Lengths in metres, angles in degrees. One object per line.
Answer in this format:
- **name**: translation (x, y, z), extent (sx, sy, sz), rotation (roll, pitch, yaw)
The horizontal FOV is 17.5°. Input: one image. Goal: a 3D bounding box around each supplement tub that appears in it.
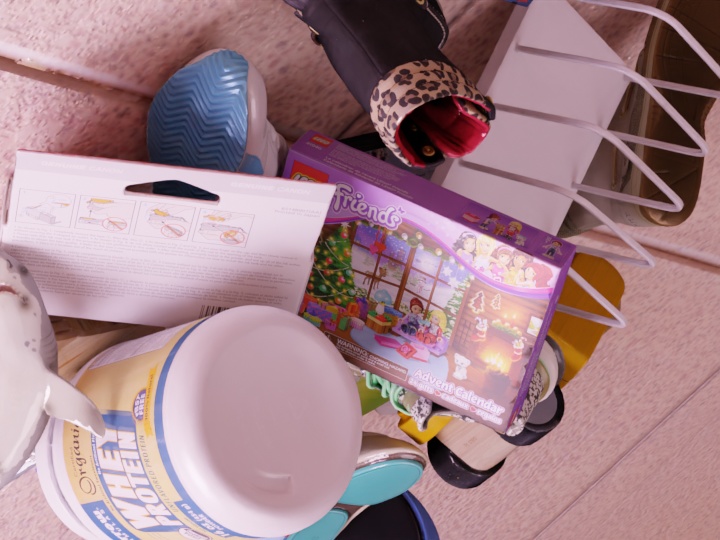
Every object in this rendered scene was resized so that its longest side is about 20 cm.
- **supplement tub**: translation (-0.109, 0.108, 1.509), extent (0.144, 0.146, 0.199), rotation (-14, 178, -39)

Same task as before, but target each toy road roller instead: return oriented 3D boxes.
- **toy road roller**: translation (0.093, 0.050, 1.758), extent (0.200, 0.146, 0.123), rotation (-54, -174, -37)

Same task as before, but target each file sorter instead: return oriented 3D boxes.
- **file sorter**: translation (0.156, -0.078, 1.638), extent (0.139, 0.124, 0.201), rotation (37, 75, -46)

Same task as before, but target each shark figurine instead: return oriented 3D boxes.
- **shark figurine**: translation (-0.236, 0.104, 1.493), extent (0.215, 0.128, 0.090), rotation (-54, 178, 12)

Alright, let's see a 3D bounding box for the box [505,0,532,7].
- **box**: translation (0.091, -0.244, 1.500), extent (0.137, 0.038, 0.200), rotation (-47, 153, 23)

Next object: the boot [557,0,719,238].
- **boot**: translation (0.208, -0.125, 1.805), extent (0.072, 0.201, 0.154), rotation (18, 167, -27)

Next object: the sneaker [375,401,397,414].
- **sneaker**: translation (0.088, 0.072, 2.033), extent (0.199, 0.078, 0.099), rotation (-15, 157, -24)

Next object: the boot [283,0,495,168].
- **boot**: translation (0.028, -0.132, 1.479), extent (0.073, 0.151, 0.200), rotation (-41, 155, 11)

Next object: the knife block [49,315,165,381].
- **knife block**: translation (-0.253, 0.081, 1.598), extent (0.199, 0.064, 0.176), rotation (-12, 147, -43)

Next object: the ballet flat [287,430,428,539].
- **ballet flat**: translation (-0.018, 0.159, 1.785), extent (0.069, 0.070, 0.200), rotation (-12, 159, -42)

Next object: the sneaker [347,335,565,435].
- **sneaker**: translation (0.038, 0.070, 1.625), extent (0.089, 0.199, 0.077), rotation (-66, 158, -50)

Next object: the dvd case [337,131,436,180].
- **dvd case**: translation (0.014, -0.018, 1.742), extent (0.142, 0.018, 0.201), rotation (-14, 129, -30)

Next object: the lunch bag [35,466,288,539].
- **lunch bag**: translation (-0.131, 0.123, 1.725), extent (0.151, 0.199, 0.094), rotation (-55, -168, 14)

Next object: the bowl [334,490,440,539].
- **bowl**: translation (-0.034, 0.239, 1.863), extent (0.200, 0.201, 0.039), rotation (-32, 147, -8)

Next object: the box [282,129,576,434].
- **box**: translation (0.031, 0.008, 1.554), extent (0.039, 0.199, 0.138), rotation (-47, 157, -56)

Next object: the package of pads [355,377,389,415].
- **package of pads**: translation (-0.056, 0.086, 1.861), extent (0.199, 0.068, 0.155), rotation (-29, 156, -17)

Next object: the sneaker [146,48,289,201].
- **sneaker**: translation (-0.089, -0.081, 1.530), extent (0.081, 0.076, 0.200), rotation (-44, 161, -32)

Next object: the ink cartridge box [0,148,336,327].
- **ink cartridge box**: translation (-0.126, -0.029, 1.474), extent (0.199, 0.045, 0.177), rotation (6, 144, -10)

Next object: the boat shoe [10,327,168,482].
- **boat shoe**: translation (-0.197, 0.095, 1.652), extent (0.199, 0.062, 0.073), rotation (-24, -165, -1)
